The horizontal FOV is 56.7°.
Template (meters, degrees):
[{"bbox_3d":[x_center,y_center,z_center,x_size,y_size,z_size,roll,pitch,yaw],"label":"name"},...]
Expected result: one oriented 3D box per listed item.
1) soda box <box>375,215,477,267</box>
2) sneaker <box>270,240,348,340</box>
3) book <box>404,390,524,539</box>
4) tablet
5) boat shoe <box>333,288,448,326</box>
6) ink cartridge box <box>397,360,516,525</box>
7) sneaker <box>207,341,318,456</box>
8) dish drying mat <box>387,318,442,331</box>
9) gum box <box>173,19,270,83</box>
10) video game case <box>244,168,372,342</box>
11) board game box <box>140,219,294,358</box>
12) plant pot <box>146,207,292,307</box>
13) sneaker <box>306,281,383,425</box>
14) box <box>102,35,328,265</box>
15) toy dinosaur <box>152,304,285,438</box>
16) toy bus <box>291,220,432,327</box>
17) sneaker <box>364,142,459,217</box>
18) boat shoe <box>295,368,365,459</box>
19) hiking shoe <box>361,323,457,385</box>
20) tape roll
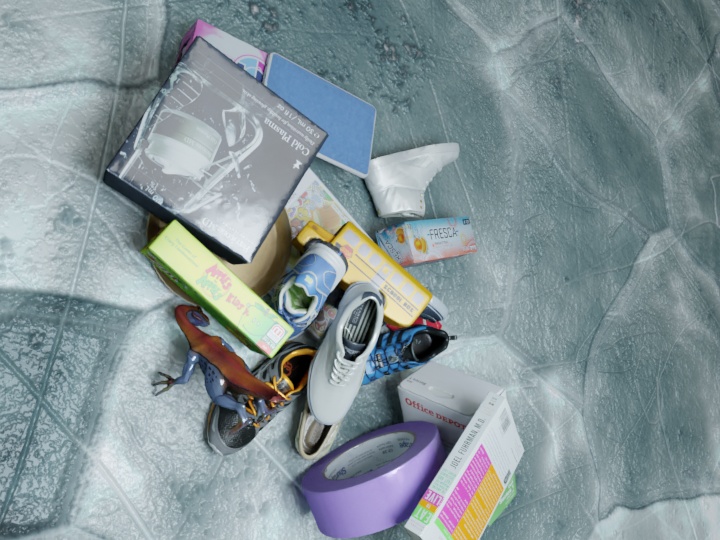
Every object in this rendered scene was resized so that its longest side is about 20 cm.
[{"bbox_3d":[0.112,-0.047,1.103,0.199,0.063,0.069,-9,85,-51],"label":"soda box"},{"bbox_3d":[-0.089,0.039,0.891,0.076,0.200,0.077,37,48,4],"label":"sneaker"},{"bbox_3d":[0.138,0.271,0.843,0.200,0.048,0.134,-50,137,-25],"label":"book"},{"bbox_3d":[-0.061,-0.230,1.000,0.199,0.014,0.131,20,67,-33],"label":"tablet"},{"bbox_3d":[0.046,0.057,1.031,0.200,0.071,0.091,30,78,-30],"label":"boat shoe"},{"bbox_3d":[0.145,0.251,0.990,0.084,0.146,0.201,-31,122,-36],"label":"ink cartridge box"},{"bbox_3d":[-0.128,0.166,0.904,0.078,0.077,0.200,51,57,-16],"label":"sneaker"},{"bbox_3d":[0.056,0.055,1.094,0.200,0.018,0.077,44,59,-19],"label":"dish drying mat"},{"bbox_3d":[-0.178,-0.265,0.973,0.199,0.066,0.114,19,69,-32],"label":"gum box"},{"bbox_3d":[-0.075,-0.027,1.006,0.200,0.023,0.182,48,64,-16],"label":"video game case"},{"bbox_3d":[-0.183,0.025,0.847,0.200,0.101,0.048,45,73,-16],"label":"board game box"},{"bbox_3d":[-0.192,-0.046,0.916,0.199,0.027,0.202,1,88,-23],"label":"plant pot"},{"bbox_3d":[-0.023,0.112,0.870,0.073,0.071,0.201,15,97,-7],"label":"sneaker"},{"bbox_3d":[-0.182,-0.142,0.842,0.199,0.124,0.197,34,79,-19],"label":"box"},{"bbox_3d":[-0.168,0.106,0.829,0.105,0.200,0.182,-17,75,-51],"label":"toy dinosaur"},{"bbox_3d":[0.000,0.000,0.933,0.200,0.065,0.078,41,80,-6],"label":"toy bus"},{"bbox_3d":[0.098,-0.149,1.144,0.199,0.074,0.116,-19,92,-27],"label":"sneaker"},{"bbox_3d":[-0.041,0.170,0.944,0.072,0.065,0.201,21,78,3],"label":"boat shoe"},{"bbox_3d":[0.045,0.124,1.021,0.199,0.087,0.075,-21,91,-27],"label":"hiking shoe"},{"bbox_3d":[0.023,0.278,0.906,0.199,0.200,0.066,-23,92,-36],"label":"tape roll"}]
